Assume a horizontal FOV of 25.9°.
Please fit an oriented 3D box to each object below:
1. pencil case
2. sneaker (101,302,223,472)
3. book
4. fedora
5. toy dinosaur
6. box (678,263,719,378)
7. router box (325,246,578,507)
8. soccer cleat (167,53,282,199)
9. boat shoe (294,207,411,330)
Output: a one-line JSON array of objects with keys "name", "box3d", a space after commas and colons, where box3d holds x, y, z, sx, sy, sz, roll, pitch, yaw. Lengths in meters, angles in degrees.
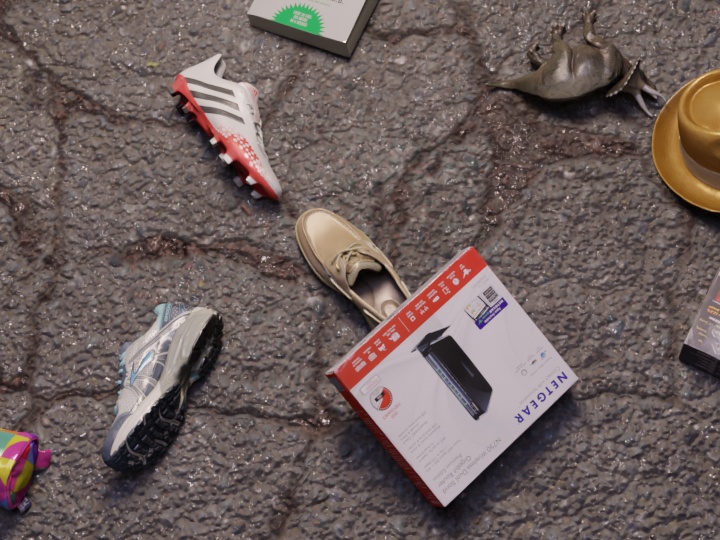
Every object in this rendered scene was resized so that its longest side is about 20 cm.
[{"name": "pencil case", "box3d": [-0.429, 0.188, 1.624, 0.197, 0.089, 0.089, 15, 67, 7]}, {"name": "sneaker", "box3d": [-0.224, 0.121, 1.655, 0.085, 0.078, 0.201, 18, 60, 24]}, {"name": "book", "box3d": [-0.035, -0.362, 1.872, 0.132, 0.048, 0.202, 19, 70, 16]}, {"name": "fedora", "box3d": [0.408, -0.159, 1.703, 0.198, 0.082, 0.203, -11, 58, 19]}, {"name": "toy dinosaur", "box3d": [0.243, -0.230, 1.776, 0.197, 0.077, 0.103, -6, 52, -4]}, {"name": "box", "box3d": [0.457, 0.062, 1.645, 0.198, 0.050, 0.159, 24, 70, 14]}, {"name": "router box", "box3d": [0.095, 0.108, 1.609, 0.200, 0.049, 0.180, -41, 93, -14]}, {"name": "soccer cleat", "box3d": [-0.138, -0.165, 1.774, 0.085, 0.069, 0.200, -36, 64, -8]}, {"name": "boat shoe", "box3d": [0.000, 0.000, 1.690, 0.072, 0.065, 0.201, -35, 68, -12]}]
